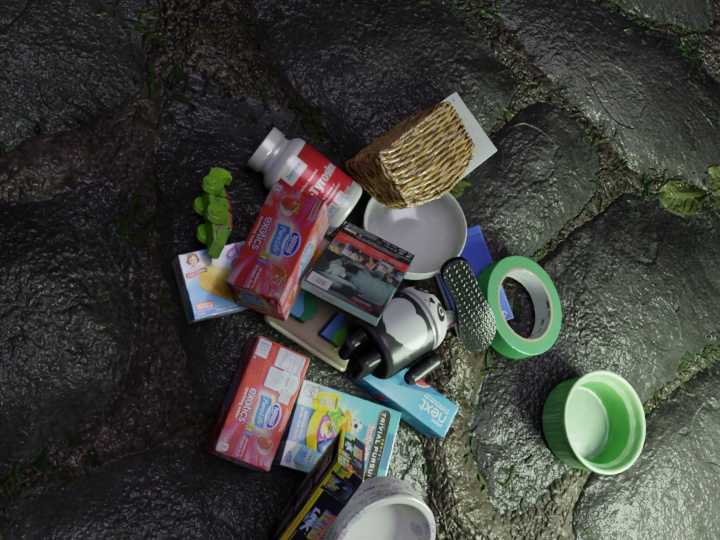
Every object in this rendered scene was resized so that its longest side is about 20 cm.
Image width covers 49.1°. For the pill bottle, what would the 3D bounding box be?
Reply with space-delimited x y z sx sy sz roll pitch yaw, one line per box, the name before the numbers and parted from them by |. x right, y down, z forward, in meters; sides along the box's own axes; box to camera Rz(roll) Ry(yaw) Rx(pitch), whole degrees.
pill bottle | -0.104 -0.167 1.444 0.199 0.112 0.113 37 67 -11

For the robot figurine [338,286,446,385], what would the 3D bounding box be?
robot figurine | 0.059 0.109 1.371 0.199 0.124 0.152 -28 113 -27

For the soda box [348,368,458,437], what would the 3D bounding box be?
soda box | 0.080 0.227 1.460 0.199 0.064 0.068 38 67 -12

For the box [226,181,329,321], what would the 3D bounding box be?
box | -0.134 -0.032 1.320 0.099 0.096 0.201 20 67 9

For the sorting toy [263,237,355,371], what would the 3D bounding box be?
sorting toy | -0.058 0.050 1.395 0.185 0.036 0.201 35 62 -24

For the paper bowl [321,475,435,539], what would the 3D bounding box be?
paper bowl | 0.020 0.443 1.339 0.199 0.104 0.203 -8 111 -22

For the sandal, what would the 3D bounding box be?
sandal | 0.204 0.061 1.485 0.075 0.048 0.202 -19 112 1

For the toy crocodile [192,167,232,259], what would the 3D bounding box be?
toy crocodile | -0.249 -0.102 1.364 0.061 0.068 0.201 11 40 -26

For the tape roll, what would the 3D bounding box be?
tape roll | 0.315 0.073 1.577 0.199 0.048 0.203 10 70 -30

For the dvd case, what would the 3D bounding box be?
dvd case | 0.000 0.000 1.368 0.145 0.022 0.200 26 38 5

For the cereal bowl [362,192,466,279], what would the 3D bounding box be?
cereal bowl | 0.099 -0.071 1.512 0.198 0.083 0.202 3 69 -7

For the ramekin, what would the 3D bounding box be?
ramekin | 0.463 0.306 1.586 0.198 0.098 0.202 5 76 -22

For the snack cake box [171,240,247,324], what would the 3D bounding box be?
snack cake box | -0.217 0.012 1.381 0.198 0.067 0.116 -14 85 -25

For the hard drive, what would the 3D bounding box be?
hard drive | 0.218 0.022 1.586 0.131 0.025 0.202 -18 86 -26

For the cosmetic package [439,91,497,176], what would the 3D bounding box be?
cosmetic package | 0.163 -0.250 1.609 0.199 0.052 0.151 -38 96 -25

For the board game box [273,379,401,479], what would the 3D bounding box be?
board game box | -0.038 0.297 1.403 0.198 0.047 0.152 21 71 -17

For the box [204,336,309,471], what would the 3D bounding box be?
box | -0.174 0.225 1.327 0.099 0.095 0.202 25 70 -15

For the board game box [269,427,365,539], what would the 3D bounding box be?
board game box | -0.069 0.370 1.267 0.056 0.165 0.201 36 96 -2

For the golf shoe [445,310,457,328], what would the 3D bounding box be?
golf shoe | 0.096 0.087 1.495 0.198 0.075 0.092 -9 79 -26

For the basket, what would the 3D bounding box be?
basket | 0.100 -0.202 1.485 0.200 0.149 0.143 -39 105 -23
